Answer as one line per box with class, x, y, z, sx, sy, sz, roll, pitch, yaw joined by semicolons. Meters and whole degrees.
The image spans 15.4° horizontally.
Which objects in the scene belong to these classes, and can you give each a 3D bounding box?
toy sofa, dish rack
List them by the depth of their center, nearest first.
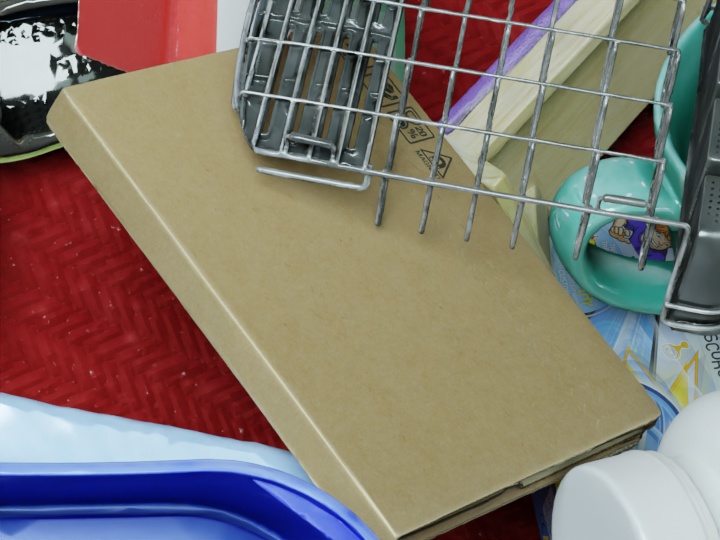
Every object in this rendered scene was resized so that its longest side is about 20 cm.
dish rack;0.055;-0.067;0.974;0.199;0.055;0.154;11;51;3
toy sofa;0.092;-0.098;1.094;0.098;0.083;0.200;33;74;35

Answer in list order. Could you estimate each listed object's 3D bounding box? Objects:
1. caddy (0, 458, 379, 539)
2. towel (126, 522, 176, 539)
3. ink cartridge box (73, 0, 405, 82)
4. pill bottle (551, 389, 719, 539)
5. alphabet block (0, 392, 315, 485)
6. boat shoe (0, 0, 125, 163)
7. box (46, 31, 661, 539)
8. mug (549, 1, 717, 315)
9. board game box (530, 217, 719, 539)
caddy;-0.078;0.129;0.801;0.199;0.105;0.142;-1;82;-11
towel;-0.060;0.210;0.863;0.200;0.032;0.191;41;77;-3
ink cartridge box;-0.040;-0.143;1.043;0.050;0.200;0.161;-2;82;23
pill bottle;0.176;0.090;0.964;0.200;0.113;0.113;-11;85;-21
alphabet block;-0.103;0.156;0.980;0.196;0.200;0.196;14;81;-9
boat shoe;-0.149;-0.077;1.072;0.201;0.061;0.072;-17;86;-14
box;0.000;0.000;0.956;0.163;0.021;0.200;-18;65;-48
mug;0.182;-0.033;1.060;0.185;0.115;0.152;9;52;20
board game box;0.132;0.061;1.077;0.135;0.034;0.200;-2;51;-13
